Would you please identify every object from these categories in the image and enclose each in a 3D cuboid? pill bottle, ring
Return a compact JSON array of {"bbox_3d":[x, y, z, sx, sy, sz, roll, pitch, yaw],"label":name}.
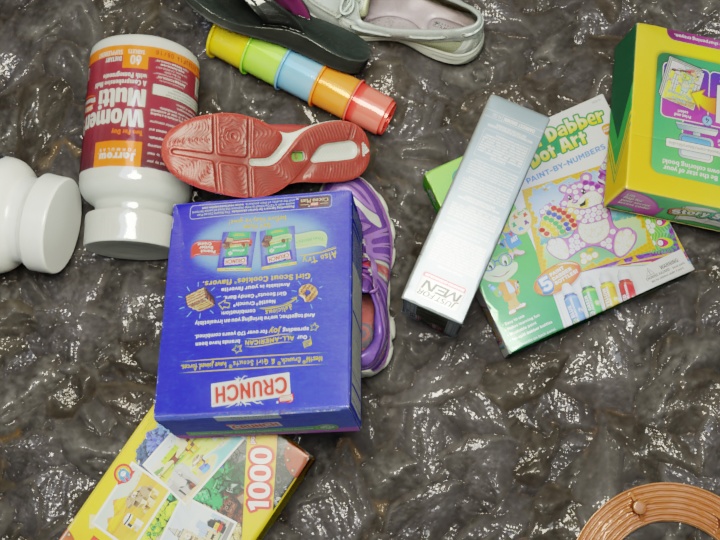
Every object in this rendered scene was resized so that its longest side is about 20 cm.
[{"bbox_3d":[-0.383,-0.060,0.921,0.199,0.116,0.117,10,79,5],"label":"pill bottle"},{"bbox_3d":[0.289,0.299,0.874,0.199,0.019,0.202,-1,78,3],"label":"ring"},{"bbox_3d":[-0.217,-0.118,0.929,0.109,0.110,0.201,1,79,2],"label":"pill bottle"}]

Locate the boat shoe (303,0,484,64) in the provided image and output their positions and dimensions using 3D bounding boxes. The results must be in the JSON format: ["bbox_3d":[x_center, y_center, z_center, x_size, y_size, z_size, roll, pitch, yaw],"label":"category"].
[{"bbox_3d":[0.031,-0.270,0.970,0.201,0.065,0.075,23,80,9],"label":"boat shoe"}]

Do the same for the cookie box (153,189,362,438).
[{"bbox_3d":[-0.085,0.039,0.832,0.170,0.075,0.201,-4,65,10],"label":"cookie box"}]

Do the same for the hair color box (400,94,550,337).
[{"bbox_3d":[0.102,-0.046,0.866,0.060,0.099,0.201,24,82,7],"label":"hair color box"}]

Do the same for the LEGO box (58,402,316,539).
[{"bbox_3d":[-0.158,0.214,0.878,0.149,0.077,0.201,33,82,8],"label":"LEGO box"}]

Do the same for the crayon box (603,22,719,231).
[{"bbox_3d":[0.341,-0.130,0.911,0.199,0.058,0.174,11,74,-7],"label":"crayon box"}]

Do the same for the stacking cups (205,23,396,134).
[{"bbox_3d":[-0.059,-0.198,0.971,0.199,0.061,0.061,30,81,3],"label":"stacking cups"}]

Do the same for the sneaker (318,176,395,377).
[{"bbox_3d":[0.000,0.000,0.911,0.080,0.083,0.201,-9,78,0],"label":"sneaker"}]

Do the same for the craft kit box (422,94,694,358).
[{"bbox_3d":[0.191,-0.045,0.933,0.199,0.049,0.198,-25,76,-3],"label":"craft kit box"}]

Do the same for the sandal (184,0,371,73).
[{"bbox_3d":[-0.079,-0.258,0.937,0.199,0.048,0.076,18,40,-13],"label":"sandal"}]

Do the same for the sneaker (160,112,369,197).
[{"bbox_3d":[-0.101,-0.106,0.910,0.199,0.115,0.079,1,91,-25],"label":"sneaker"}]
